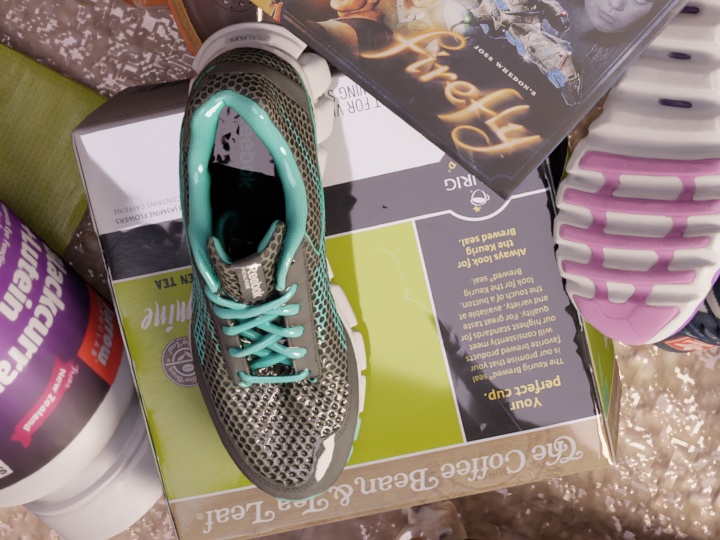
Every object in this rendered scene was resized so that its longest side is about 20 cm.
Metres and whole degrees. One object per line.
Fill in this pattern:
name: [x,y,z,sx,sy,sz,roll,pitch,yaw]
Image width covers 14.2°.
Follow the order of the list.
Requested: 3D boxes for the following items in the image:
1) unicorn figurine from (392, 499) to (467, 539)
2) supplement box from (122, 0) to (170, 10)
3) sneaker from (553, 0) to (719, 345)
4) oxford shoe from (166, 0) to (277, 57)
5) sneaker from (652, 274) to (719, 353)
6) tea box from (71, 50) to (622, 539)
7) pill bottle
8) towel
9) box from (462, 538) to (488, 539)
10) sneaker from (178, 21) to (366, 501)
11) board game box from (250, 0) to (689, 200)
unicorn figurine: [0.031,0.172,1.332,0.137,0.200,0.074,-49,49,16]
supplement box: [-0.072,-0.216,1.240,0.066,0.069,0.201,-4,115,-34]
sneaker: [0.141,-0.067,1.209,0.080,0.088,0.201,12,94,29]
oxford shoe: [-0.043,-0.169,1.192,0.071,0.073,0.201,-14,118,-28]
sneaker: [0.163,0.014,1.254,0.075,0.200,0.085,18,114,-24]
tea box: [0.000,0.000,1.288,0.199,0.134,0.197,-11,100,9]
pill bottle: [-0.170,0.036,1.297,0.111,0.112,0.200,-36,126,12]
towel: [-0.208,-0.080,1.313,0.200,0.018,0.086,27,87,-18]
box: [0.096,0.203,1.302,0.049,0.200,0.162,32,108,42]
sneaker: [-0.044,0.003,1.178,0.077,0.091,0.201,-7,101,9]
board game box: [0.025,-0.139,1.145,0.200,0.035,0.136,37,114,-11]
